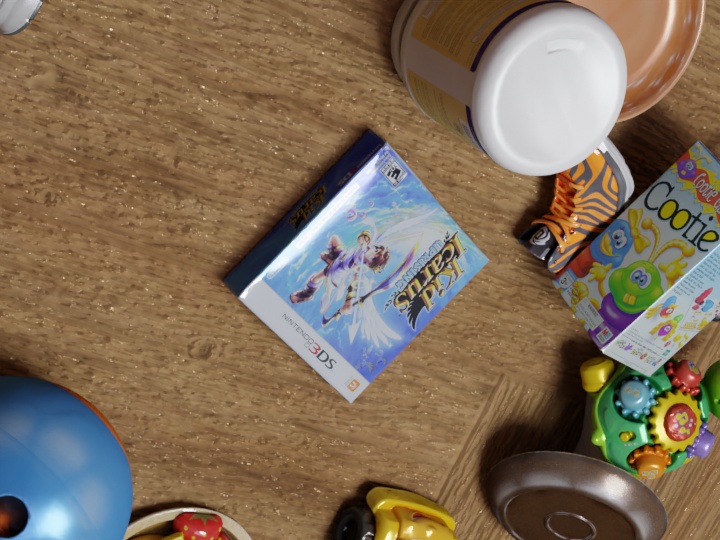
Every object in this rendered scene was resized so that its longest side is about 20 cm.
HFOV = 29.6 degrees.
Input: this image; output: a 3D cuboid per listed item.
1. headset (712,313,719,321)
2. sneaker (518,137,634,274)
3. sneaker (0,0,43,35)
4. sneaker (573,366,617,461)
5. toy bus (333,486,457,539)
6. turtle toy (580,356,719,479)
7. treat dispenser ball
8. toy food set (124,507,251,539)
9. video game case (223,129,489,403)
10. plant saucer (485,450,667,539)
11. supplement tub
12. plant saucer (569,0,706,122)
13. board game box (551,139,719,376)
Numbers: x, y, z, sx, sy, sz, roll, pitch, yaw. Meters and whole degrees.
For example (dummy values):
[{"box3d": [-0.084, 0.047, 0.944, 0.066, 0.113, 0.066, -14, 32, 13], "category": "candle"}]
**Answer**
[{"box3d": [0.391, -0.035, 1.429, 0.124, 0.093, 0.201, 47, 58, -40], "category": "headset"}, {"box3d": [0.207, -0.062, 1.340, 0.112, 0.078, 0.201, -35, 137, -6], "category": "sneaker"}, {"box3d": [-0.253, -0.281, 1.035, 0.087, 0.075, 0.201, 25, 99, -28], "category": "sneaker"}, {"box3d": [0.284, 0.204, 1.516, 0.079, 0.078, 0.202, 4, 109, -22], "category": "sneaker"}, {"box3d": [0.041, 0.353, 1.398, 0.135, 0.192, 0.201, 22, 100, -31], "category": "toy bus"}, {"box3d": [0.327, 0.145, 1.429, 0.199, 0.101, 0.147, -19, 100, -21], "category": "turtle toy"}, {"box3d": [-0.293, 0.190, 1.151, 0.199, 0.201, 0.203, -11, 117, -22], "category": "treat dispenser ball"}, {"box3d": [-0.190, 0.327, 1.357, 0.197, 0.049, 0.202, -19, 120, -17], "category": "toy food set"}, {"box3d": [0.000, 0.000, 1.303, 0.200, 0.045, 0.181, -46, 125, -1], "category": "video game case"}, {"box3d": [0.227, 0.264, 1.462, 0.200, 0.199, 0.032, 51, 45, -34], "category": "plant saucer"}, {"box3d": [0.122, -0.179, 1.187, 0.144, 0.200, 0.147, -11, 117, -21], "category": "supplement tub"}, {"box3d": [0.242, -0.243, 1.316, 0.198, 0.037, 0.202, -10, 116, -22], "category": "plant saucer"}, {"box3d": [0.306, -0.009, 1.338, 0.200, 0.103, 0.105, -45, 141, 17], "category": "board game box"}]
